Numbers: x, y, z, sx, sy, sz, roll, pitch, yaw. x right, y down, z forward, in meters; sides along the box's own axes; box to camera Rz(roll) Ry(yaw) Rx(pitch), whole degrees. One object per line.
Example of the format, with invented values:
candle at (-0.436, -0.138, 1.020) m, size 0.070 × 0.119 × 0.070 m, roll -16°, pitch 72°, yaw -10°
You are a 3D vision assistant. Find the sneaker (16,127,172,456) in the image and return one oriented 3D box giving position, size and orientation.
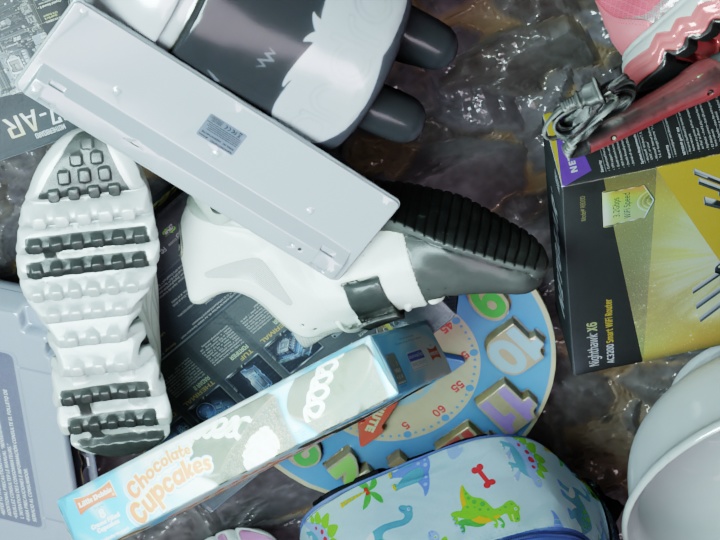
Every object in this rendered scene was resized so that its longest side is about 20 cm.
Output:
sneaker at (-0.138, 0.002, 1.194) m, size 0.074 × 0.081 × 0.201 m, roll 0°, pitch 129°, yaw -1°

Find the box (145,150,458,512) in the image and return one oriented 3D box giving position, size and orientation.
box at (-0.067, 0.021, 1.287) m, size 0.200 × 0.051 × 0.158 m, roll -40°, pitch 106°, yaw 20°

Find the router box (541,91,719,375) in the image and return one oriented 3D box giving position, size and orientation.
router box at (0.186, -0.026, 1.268) m, size 0.156 × 0.053 × 0.201 m, roll -12°, pitch 147°, yaw 1°

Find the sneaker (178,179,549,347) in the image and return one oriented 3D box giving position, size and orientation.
sneaker at (0.000, 0.000, 1.209) m, size 0.198 × 0.074 × 0.089 m, roll 10°, pitch 112°, yaw 7°

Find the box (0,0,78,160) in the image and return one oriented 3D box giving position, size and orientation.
box at (-0.242, -0.122, 1.184) m, size 0.198 × 0.044 × 0.161 m, roll -19°, pitch 126°, yaw 6°

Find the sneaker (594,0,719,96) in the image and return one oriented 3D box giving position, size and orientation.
sneaker at (0.199, -0.180, 1.179) m, size 0.200 × 0.087 × 0.074 m, roll -39°, pitch 157°, yaw 24°

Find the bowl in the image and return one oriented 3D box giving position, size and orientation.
bowl at (0.243, 0.102, 1.369) m, size 0.199 × 0.091 × 0.202 m, roll -9°, pitch 141°, yaw -7°

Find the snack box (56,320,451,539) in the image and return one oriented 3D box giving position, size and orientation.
snack box at (-0.056, 0.089, 1.225) m, size 0.199 × 0.116 × 0.037 m, roll -28°, pitch 85°, yaw 16°

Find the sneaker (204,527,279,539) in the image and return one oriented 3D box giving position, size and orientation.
sneaker at (-0.089, 0.242, 1.450) m, size 0.088 × 0.081 × 0.200 m, roll 21°, pitch 125°, yaw -29°

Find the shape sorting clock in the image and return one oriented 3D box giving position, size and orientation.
shape sorting clock at (0.019, 0.059, 1.353) m, size 0.198 × 0.039 × 0.201 m, roll -4°, pitch 126°, yaw -6°

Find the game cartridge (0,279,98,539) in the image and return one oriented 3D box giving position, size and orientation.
game cartridge at (-0.221, 0.081, 1.305) m, size 0.132 × 0.041 × 0.201 m, roll 9°, pitch 131°, yaw 13°

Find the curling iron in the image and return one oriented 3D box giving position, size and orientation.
curling iron at (0.184, -0.103, 1.174) m, size 0.199 × 0.026 × 0.050 m, roll -21°, pitch 161°, yaw -18°

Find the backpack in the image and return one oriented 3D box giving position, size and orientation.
backpack at (0.069, 0.191, 1.350) m, size 0.182 × 0.148 × 0.200 m, roll -25°, pitch 149°, yaw 9°

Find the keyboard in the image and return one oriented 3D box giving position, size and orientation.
keyboard at (-0.073, -0.062, 1.122) m, size 0.199 × 0.011 × 0.056 m, roll 31°, pitch 106°, yaw -24°

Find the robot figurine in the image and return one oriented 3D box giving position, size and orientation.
robot figurine at (-0.053, -0.134, 1.155) m, size 0.199 × 0.151 × 0.125 m, roll 23°, pitch 143°, yaw -20°
